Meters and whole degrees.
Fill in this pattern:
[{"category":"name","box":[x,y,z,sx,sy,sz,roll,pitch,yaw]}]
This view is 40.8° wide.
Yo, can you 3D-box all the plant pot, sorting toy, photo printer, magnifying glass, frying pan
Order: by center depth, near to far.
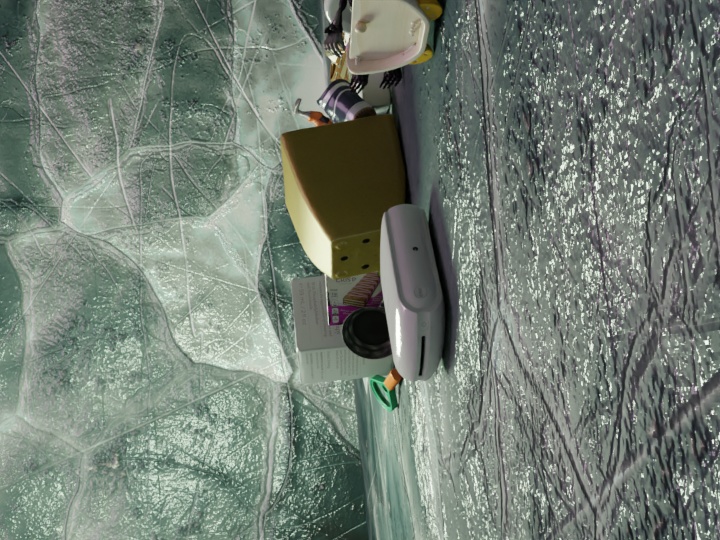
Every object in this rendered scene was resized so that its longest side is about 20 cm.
[{"category":"sorting toy","box":[0.039,-0.359,1.149,0.200,0.105,0.183,98,173,-75]},{"category":"photo printer","box":[0.070,0.038,1.319,0.168,0.068,0.202,90,174,-50]},{"category":"plant pot","box":[-0.015,-0.103,1.590,0.196,0.191,0.202,92,165,-57]},{"category":"frying pan","box":[0.021,0.080,1.776,0.031,0.113,0.192,-78,-12,-60]},{"category":"magnifying glass","box":[0.056,0.234,1.952,0.080,0.022,0.200,55,164,12]}]

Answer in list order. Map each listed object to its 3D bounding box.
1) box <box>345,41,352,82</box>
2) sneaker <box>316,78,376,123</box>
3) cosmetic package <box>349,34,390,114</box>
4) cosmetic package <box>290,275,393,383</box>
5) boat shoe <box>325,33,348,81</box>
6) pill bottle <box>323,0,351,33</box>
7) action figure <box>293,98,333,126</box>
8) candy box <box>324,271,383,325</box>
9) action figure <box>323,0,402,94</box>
[{"category":"box","box":[-0.002,-0.405,1.991,0.200,0.038,0.139,-126,32,-83]},{"category":"sneaker","box":[-0.023,-0.243,1.677,0.109,0.070,0.201,50,158,25]},{"category":"cosmetic package","box":[0.014,-0.373,1.729,0.151,0.051,0.203,145,119,-82]},{"category":"cosmetic package","box":[-0.037,0.117,1.996,0.167,0.197,0.169,90,173,-60]},{"category":"boat shoe","box":[-0.043,-0.501,2.209,0.201,0.073,0.076,90,173,-52]},{"category":"pill bottle","box":[-0.009,-0.474,1.492,0.115,0.112,0.202,92,173,-59]},{"category":"action figure","box":[-0.064,-0.297,2.050,0.105,0.192,0.201,-50,46,28]},{"category":"candy box","box":[0.000,0.000,1.783,0.061,0.134,0.202,-98,4,-58]},{"category":"action figure","box":[0.012,-0.346,1.402,0.201,0.117,0.103,75,-159,-51]}]
